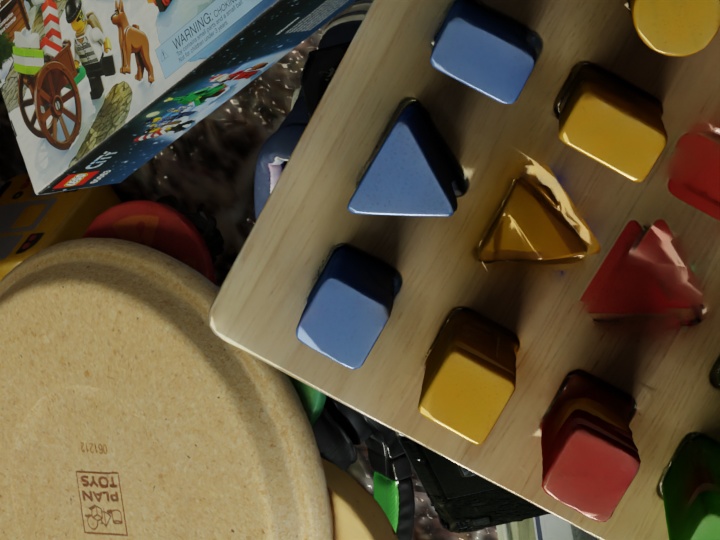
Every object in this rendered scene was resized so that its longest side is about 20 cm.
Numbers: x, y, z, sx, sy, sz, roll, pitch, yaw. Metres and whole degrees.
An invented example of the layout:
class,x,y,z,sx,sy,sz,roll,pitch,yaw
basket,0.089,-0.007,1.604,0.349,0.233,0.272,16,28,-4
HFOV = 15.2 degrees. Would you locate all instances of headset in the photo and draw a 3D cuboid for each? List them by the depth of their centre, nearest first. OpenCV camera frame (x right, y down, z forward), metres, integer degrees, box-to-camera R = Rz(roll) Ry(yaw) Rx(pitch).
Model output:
class,x,y,z,sx,sy,sz,roll,pitch,yaw
headset,-0.044,0.065,1.055,0.094,0.123,0.200,20,131,65

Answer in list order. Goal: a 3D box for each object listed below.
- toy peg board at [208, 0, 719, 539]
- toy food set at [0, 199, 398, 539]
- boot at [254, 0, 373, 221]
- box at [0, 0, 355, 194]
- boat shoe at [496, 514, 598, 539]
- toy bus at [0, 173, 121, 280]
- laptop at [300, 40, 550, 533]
class,x,y,z,sx,sy,sz,roll,pitch,yaw
toy peg board,0.082,-0.015,0.807,0.199,0.098,0.200,28,102,-3
toy food set,-0.078,0.078,0.990,0.200,0.049,0.198,-22,87,42
boot,0.000,0.000,0.982,0.073,0.090,0.200,14,138,23
box,-0.067,-0.125,0.880,0.200,0.038,0.137,-33,73,49
boat shoe,0.096,0.158,1.059,0.062,0.072,0.200,-7,90,60
toy bus,-0.100,0.053,1.131,0.078,0.065,0.200,-6,127,37
laptop,0.090,-0.004,0.912,0.177,0.103,0.200,-13,155,7
